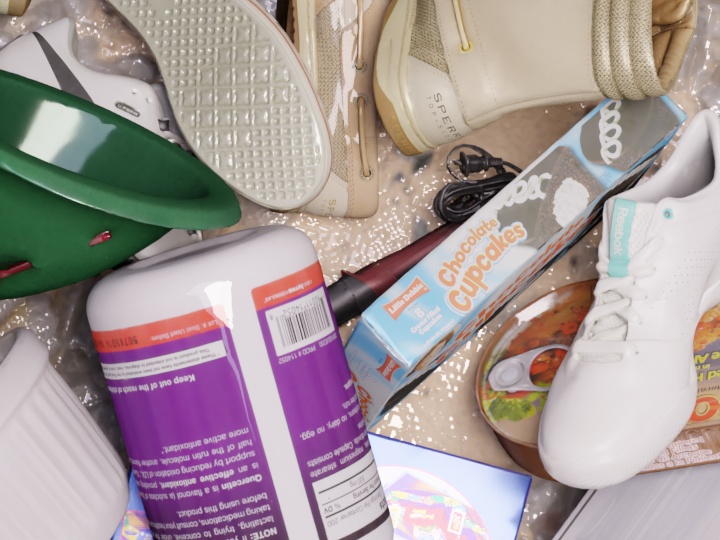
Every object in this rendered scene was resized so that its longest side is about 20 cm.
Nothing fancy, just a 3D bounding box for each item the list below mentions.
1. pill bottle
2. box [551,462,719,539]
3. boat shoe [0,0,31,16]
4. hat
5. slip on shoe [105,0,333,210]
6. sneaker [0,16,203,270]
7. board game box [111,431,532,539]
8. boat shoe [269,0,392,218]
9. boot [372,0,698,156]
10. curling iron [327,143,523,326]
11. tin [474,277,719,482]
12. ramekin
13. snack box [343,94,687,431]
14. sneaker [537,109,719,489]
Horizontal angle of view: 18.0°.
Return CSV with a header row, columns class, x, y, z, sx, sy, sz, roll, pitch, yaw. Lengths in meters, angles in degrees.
class,x,y,z,sx,sy,sz,roll,pitch,yaw
pill bottle,-0.051,0.086,1.062,0.112,0.112,0.201,-16,96,-8
box,0.166,0.138,1.119,0.200,0.116,0.060,-52,132,-16
boat shoe,-0.197,-0.234,1.171,0.066,0.074,0.202,3,81,-10
hat,-0.179,0.009,1.064,0.199,0.166,0.177,24,103,-1
slip on shoe,-0.071,-0.111,1.145,0.074,0.061,0.200,-44,64,15
sneaker,-0.110,-0.049,1.151,0.088,0.074,0.200,-42,85,-12
board game box,-0.027,0.144,1.145,0.199,0.045,0.135,16,80,-3
boat shoe,-0.010,-0.128,1.179,0.064,0.071,0.202,6,91,-9
boot,0.093,-0.154,1.133,0.154,0.073,0.201,-10,47,27
curling iron,0.000,0.000,1.176,0.199,0.026,0.050,-35,122,-4
tin,0.155,0.049,1.127,0.199,0.042,0.112,-10,39,22
ramekin,-0.194,0.129,1.061,0.094,0.202,0.202,44,80,-9
snack box,0.069,-0.007,1.120,0.200,0.116,0.037,-41,82,-22
sneaker,0.132,0.009,1.087,0.075,0.089,0.201,8,53,36
